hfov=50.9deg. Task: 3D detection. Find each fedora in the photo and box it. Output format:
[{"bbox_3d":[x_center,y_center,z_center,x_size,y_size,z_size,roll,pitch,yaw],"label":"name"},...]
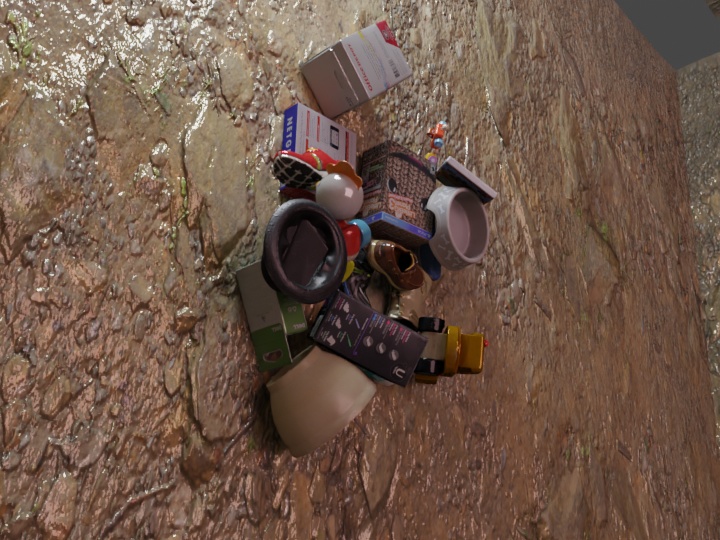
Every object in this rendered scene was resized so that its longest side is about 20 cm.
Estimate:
[{"bbox_3d":[-0.117,-0.027,1.361,0.200,0.091,0.203,19,62,-40],"label":"fedora"}]

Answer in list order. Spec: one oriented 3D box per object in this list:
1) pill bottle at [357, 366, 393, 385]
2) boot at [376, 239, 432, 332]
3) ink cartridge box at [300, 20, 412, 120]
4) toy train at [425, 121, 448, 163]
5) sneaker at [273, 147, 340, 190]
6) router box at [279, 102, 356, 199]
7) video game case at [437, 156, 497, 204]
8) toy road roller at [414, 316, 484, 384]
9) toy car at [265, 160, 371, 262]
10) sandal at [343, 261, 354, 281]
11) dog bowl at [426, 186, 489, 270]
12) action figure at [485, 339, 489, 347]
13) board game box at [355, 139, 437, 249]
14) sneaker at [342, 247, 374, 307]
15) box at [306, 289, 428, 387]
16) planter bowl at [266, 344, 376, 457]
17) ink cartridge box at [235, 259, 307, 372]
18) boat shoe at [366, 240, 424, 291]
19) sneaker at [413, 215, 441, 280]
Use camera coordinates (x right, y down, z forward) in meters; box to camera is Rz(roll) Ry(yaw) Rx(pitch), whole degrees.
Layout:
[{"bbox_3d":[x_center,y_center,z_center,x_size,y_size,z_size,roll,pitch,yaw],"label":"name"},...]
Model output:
[{"bbox_3d":[0.013,0.146,1.579,0.200,0.110,0.111,41,50,-28],"label":"pill bottle"},{"bbox_3d":[0.079,0.039,1.719,0.200,0.072,0.156,43,50,-33],"label":"boot"},{"bbox_3d":[-0.009,-0.460,1.746,0.200,0.144,0.146,-40,106,-46],"label":"ink cartridge box"},{"bbox_3d":[0.164,-0.270,1.886,0.055,0.150,0.202,15,64,-2],"label":"toy train"},{"bbox_3d":[-0.107,-0.215,1.548,0.199,0.077,0.086,13,57,-50],"label":"sneaker"},{"bbox_3d":[-0.089,-0.239,1.654,0.179,0.049,0.202,21,61,-40],"label":"router box"},{"bbox_3d":[0.250,-0.209,1.834,0.143,0.200,0.018,38,86,-1],"label":"video game case"},{"bbox_3d":[0.188,0.180,1.636,0.200,0.144,0.124,86,11,-76],"label":"toy road roller"},{"bbox_3d":[-0.064,-0.132,1.498,0.184,0.176,0.202,-30,142,-56],"label":"toy car"},{"bbox_3d":[-0.113,-0.009,1.542,0.199,0.080,0.087,-6,43,-40],"label":"sandal"},{"bbox_3d":[0.233,-0.102,1.775,0.199,0.058,0.202,10,76,-46],"label":"dog bowl"},{"bbox_3d":[0.217,0.207,1.819,0.199,0.099,0.066,-19,92,-26],"label":"action figure"},{"bbox_3d":[0.085,-0.173,1.759,0.158,0.096,0.202,20,67,-35],"label":"board game box"},{"bbox_3d":[0.000,0.000,1.631,0.071,0.082,0.202,38,43,-75],"label":"sneaker"},{"bbox_3d":[0.011,0.129,1.446,0.199,0.122,0.107,28,83,-7],"label":"box"},{"bbox_3d":[-0.089,0.225,1.392,0.135,0.200,0.200,51,45,-5],"label":"planter bowl"},{"bbox_3d":[-0.162,0.080,1.422,0.059,0.103,0.202,-9,83,-47],"label":"ink cartridge box"},{"bbox_3d":[0.090,-0.007,1.628,0.200,0.067,0.073,35,59,-50],"label":"boat shoe"},{"bbox_3d":[0.185,-0.072,1.832,0.078,0.089,0.202,-16,111,-49],"label":"sneaker"}]
